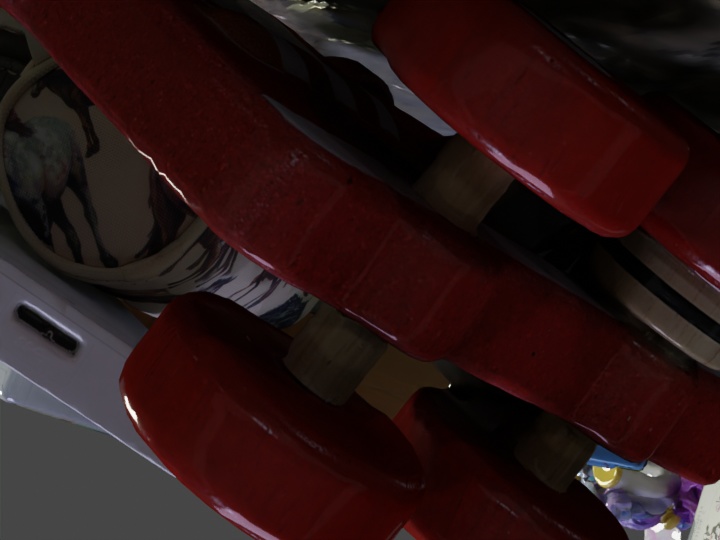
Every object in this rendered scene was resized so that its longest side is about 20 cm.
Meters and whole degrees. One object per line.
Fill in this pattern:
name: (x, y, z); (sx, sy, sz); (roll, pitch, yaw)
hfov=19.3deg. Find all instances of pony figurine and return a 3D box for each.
pony figurine: (0.208, 0.146, 1.441); (0.199, 0.167, 0.194); (18, -151, -40)

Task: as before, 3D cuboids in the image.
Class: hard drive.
hard drive: (-0.120, -0.003, 0.672); (0.132, 0.026, 0.200); (37, 179, -23)

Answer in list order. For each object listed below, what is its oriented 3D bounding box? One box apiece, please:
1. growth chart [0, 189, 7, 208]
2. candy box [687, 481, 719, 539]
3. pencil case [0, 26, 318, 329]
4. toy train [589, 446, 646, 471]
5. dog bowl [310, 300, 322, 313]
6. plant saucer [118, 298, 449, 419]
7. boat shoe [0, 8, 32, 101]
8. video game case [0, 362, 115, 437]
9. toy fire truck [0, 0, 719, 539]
growth chart: (-0.176, -0.058, 0.907); (0.144, 0.018, 0.200); (22, -169, -20)
candy box: (0.293, 0.172, 1.285); (0.199, 0.137, 0.061); (21, 174, -29)
pencil case: (-0.060, -0.028, 0.729); (0.077, 0.090, 0.200); (-10, 171, 8)
toy train: (0.108, 0.067, 1.142); (0.113, 0.087, 0.200); (13, 175, 9)
dog bowl: (0.000, 0.000, 0.935); (0.199, 0.059, 0.200); (19, 177, 1)
plant saucer: (-0.022, 0.040, 0.897); (0.199, 0.038, 0.200); (18, 176, 1)
boat shoe: (-0.162, -0.069, 0.781); (0.067, 0.057, 0.200); (21, 175, -29)
video game case: (-0.102, 0.043, 0.841); (0.181, 0.022, 0.200); (22, 179, -36)
toy fire truck: (0.008, -0.018, 0.488); (0.199, 0.112, 0.168); (25, -163, -48)
